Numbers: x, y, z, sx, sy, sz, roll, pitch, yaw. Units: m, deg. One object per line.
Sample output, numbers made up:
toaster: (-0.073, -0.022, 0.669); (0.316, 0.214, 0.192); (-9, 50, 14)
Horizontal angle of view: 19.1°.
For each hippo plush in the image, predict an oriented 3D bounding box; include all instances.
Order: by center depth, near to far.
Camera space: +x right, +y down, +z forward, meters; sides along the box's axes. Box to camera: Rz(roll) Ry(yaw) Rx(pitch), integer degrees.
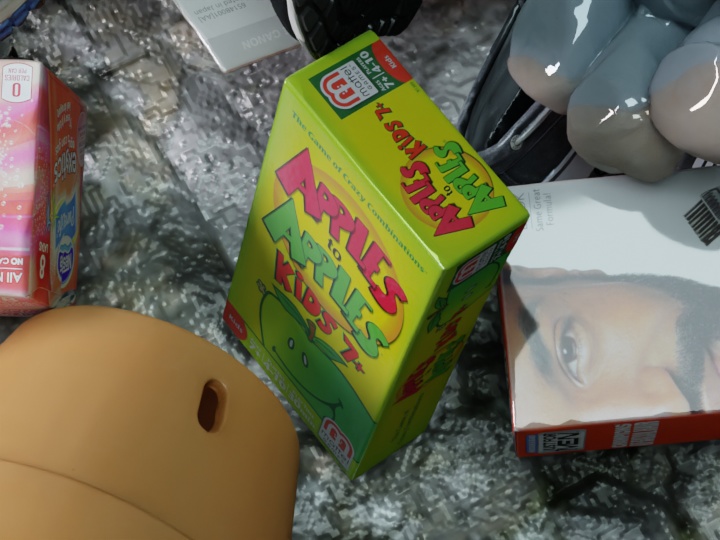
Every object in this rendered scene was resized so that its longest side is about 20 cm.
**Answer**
hippo plush: (0.165, -0.121, 0.939); (0.160, 0.159, 0.201); (7, 45, -42)

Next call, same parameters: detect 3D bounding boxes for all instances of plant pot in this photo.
plant pot: (-0.111, 0.111, 0.891); (0.199, 0.201, 0.141); (17, 54, 7)

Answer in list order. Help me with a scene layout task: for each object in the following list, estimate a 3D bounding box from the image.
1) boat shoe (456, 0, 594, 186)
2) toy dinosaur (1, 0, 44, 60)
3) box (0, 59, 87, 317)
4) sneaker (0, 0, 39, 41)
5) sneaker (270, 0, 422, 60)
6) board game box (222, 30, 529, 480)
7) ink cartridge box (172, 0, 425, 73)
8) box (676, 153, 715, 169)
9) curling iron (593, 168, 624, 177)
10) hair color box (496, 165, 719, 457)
boat shoe: (0.106, -0.127, 1.002); (0.072, 0.068, 0.201); (28, 86, 44)
toy dinosaur: (-0.204, -0.149, 1.044); (0.199, 0.102, 0.136); (-31, 56, 9)
box: (-0.225, -0.035, 0.915); (0.198, 0.095, 0.104); (3, 84, 4)
sneaker: (-0.139, -0.193, 0.927); (0.077, 0.085, 0.201); (25, 78, 15)
sneaker: (-0.026, -0.139, 0.886); (0.087, 0.200, 0.076); (29, 99, 8)
board game box: (0.000, 0.000, 0.909); (0.047, 0.200, 0.102); (-31, 71, -25)
ink cartridge box: (-0.035, -0.177, 1.021); (0.199, 0.045, 0.177); (-23, 69, -30)
box: (0.246, -0.033, 0.999); (0.192, 0.048, 0.201); (28, 73, 9)
curling iron: (0.140, -0.134, 1.045); (0.049, 0.026, 0.201); (-10, 61, 38)
hair color box: (0.160, 0.014, 0.930); (0.198, 0.064, 0.112); (-6, 75, 4)
